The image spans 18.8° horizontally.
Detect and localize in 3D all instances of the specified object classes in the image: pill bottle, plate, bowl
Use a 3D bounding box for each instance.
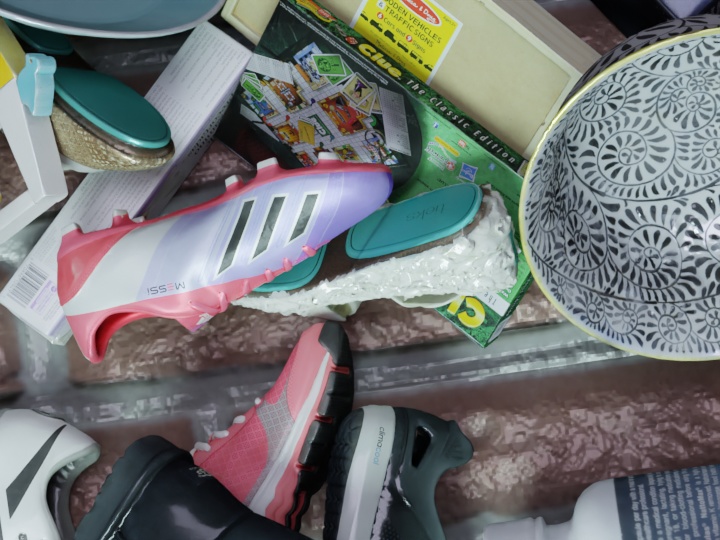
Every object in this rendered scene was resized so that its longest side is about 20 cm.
[{"bbox_3d":[0.167,0.161,1.118,0.200,0.120,0.120,-8,78,6],"label":"pill bottle"},{"bbox_3d":[-0.171,-0.179,1.219,0.200,0.200,0.026,31,125,12],"label":"plate"},{"bbox_3d":[0.175,-0.060,1.117,0.200,0.201,0.094,-14,35,5],"label":"bowl"}]

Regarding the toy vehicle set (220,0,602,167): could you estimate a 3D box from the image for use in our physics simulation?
[{"bbox_3d":[0.024,-0.129,1.196,0.200,0.027,0.124,40,131,10],"label":"toy vehicle set"}]

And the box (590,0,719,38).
[{"bbox_3d":[0.180,-0.249,1.197,0.198,0.123,0.200,-42,77,-3],"label":"box"}]

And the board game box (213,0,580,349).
[{"bbox_3d":[0.017,-0.056,1.202,0.200,0.023,0.105,39,122,12],"label":"board game box"}]

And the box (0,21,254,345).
[{"bbox_3d":[-0.130,-0.049,1.240,0.041,0.039,0.200,34,85,12],"label":"box"}]

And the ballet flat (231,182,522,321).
[{"bbox_3d":[0.000,0.000,1.186,0.200,0.072,0.072,-6,76,35],"label":"ballet flat"}]

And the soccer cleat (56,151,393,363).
[{"bbox_3d":[-0.071,-0.008,1.164,0.200,0.067,0.077,-15,81,17],"label":"soccer cleat"}]

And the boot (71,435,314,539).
[{"bbox_3d":[-0.088,0.205,1.109,0.168,0.076,0.200,32,97,27],"label":"boot"}]

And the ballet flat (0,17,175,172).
[{"bbox_3d":[-0.174,-0.096,1.227,0.200,0.070,0.065,44,118,37],"label":"ballet flat"}]

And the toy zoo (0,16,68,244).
[{"bbox_3d":[-0.234,-0.067,1.213,0.200,0.020,0.131,-34,73,34],"label":"toy zoo"}]

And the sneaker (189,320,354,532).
[{"bbox_3d":[-0.069,0.112,1.183,0.087,0.074,0.200,22,83,12],"label":"sneaker"}]

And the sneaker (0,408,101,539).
[{"bbox_3d":[-0.195,0.173,1.187,0.088,0.074,0.200,12,81,12],"label":"sneaker"}]

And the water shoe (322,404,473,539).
[{"bbox_3d":[0.017,0.174,1.159,0.079,0.071,0.200,8,90,-10],"label":"water shoe"}]
